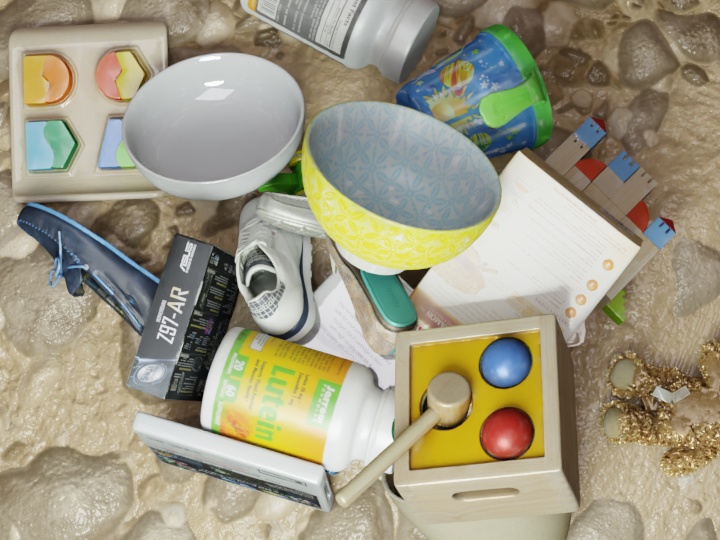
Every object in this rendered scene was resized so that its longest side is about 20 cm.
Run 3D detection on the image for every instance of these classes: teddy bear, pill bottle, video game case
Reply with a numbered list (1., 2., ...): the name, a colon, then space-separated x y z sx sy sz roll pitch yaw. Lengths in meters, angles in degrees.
1. teddy bear: 0.348 0.148 1.659 0.197 0.067 0.147 -8 75 11
2. pill bottle: -0.022 -0.290 1.703 0.198 0.116 0.117 29 88 7
3. video game case: -0.127 0.200 1.635 0.198 0.182 0.024 15 74 7
4. pill bottle: -0.051 0.136 1.583 0.198 0.111 0.112 16 86 7

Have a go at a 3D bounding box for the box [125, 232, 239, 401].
1. box: -0.177 0.053 1.644 0.043 0.200 0.162 17 87 7

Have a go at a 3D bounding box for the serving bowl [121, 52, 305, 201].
1. serving bowl: -0.154 -0.145 1.701 0.197 0.066 0.202 -4 50 5

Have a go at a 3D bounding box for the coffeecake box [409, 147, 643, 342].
1. coffeecake box: 0.161 0.005 1.575 0.153 0.073 0.201 38 103 6

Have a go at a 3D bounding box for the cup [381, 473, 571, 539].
1. cup: 0.139 0.230 1.617 0.199 0.201 0.144 -26 111 3

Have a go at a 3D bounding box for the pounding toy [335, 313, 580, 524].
1. pounding toy: 0.092 0.146 1.457 0.197 0.142 0.186 -7 59 15

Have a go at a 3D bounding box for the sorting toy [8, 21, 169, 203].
1. sorting toy: -0.304 -0.178 1.760 0.183 0.036 0.203 -2 84 6

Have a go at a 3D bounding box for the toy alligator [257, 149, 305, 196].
1. toy alligator: -0.014 -0.103 1.718 0.197 0.054 0.060 -11 69 -4

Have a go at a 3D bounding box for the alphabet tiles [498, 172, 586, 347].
1. alphabet tiles: 0.176 -0.010 1.708 0.197 0.015 0.198 -7 84 5

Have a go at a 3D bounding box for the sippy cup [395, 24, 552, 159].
1. sippy cup: 0.111 -0.168 1.636 0.129 0.178 0.140 -25 66 -14

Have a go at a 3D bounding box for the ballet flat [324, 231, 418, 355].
1. ballet flat: 0.000 0.000 1.584 0.067 0.068 0.202 -3 53 -22

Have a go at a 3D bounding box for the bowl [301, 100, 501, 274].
1. bowl: 0.027 -0.062 1.519 0.198 0.200 0.108 26 127 7

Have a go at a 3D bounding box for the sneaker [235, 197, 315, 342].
1. sneaker: -0.099 -0.016 1.665 0.076 0.080 0.201 -34 43 15

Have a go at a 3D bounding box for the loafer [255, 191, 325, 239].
1. loafer: -0.013 -0.066 1.663 0.198 0.070 0.071 8 87 -18

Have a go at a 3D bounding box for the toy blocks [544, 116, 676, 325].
1. toy blocks: 0.252 -0.064 1.661 0.137 0.100 0.200 -43 83 -11

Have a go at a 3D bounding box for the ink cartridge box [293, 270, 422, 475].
1. ink cartridge box: -0.012 0.095 1.681 0.146 0.086 0.200 43 88 8

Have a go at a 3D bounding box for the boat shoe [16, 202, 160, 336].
1. boat shoe: -0.298 -0.001 1.719 0.199 0.084 0.069 32 77 10
